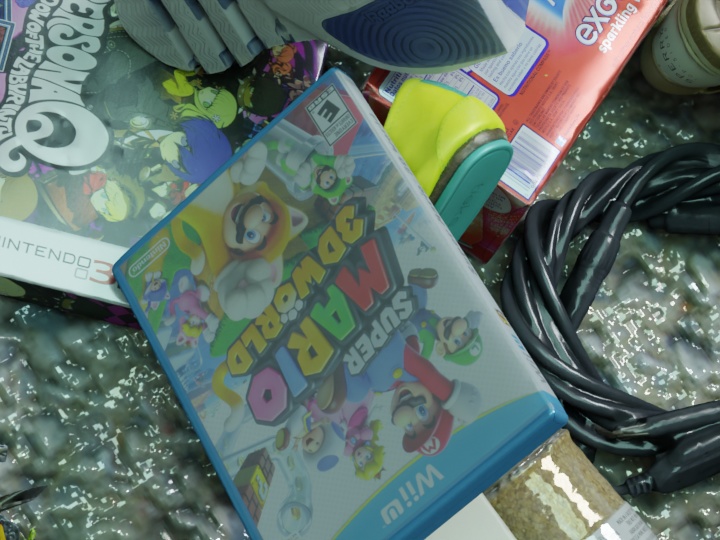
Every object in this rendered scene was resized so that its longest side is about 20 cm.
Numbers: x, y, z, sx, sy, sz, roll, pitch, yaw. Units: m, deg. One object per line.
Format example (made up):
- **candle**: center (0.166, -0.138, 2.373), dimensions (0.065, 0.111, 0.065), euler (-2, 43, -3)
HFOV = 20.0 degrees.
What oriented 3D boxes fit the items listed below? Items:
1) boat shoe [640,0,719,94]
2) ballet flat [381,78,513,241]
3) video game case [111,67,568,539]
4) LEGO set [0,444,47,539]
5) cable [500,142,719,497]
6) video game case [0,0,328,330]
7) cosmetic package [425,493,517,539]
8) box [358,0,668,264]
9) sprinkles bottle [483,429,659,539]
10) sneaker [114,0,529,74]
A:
- **boat shoe**: center (0.215, -0.145, 1.054), dimensions (0.199, 0.066, 0.074), euler (-26, 88, -39)
- **ballet flat**: center (0.000, 0.000, 0.936), dimensions (0.067, 0.201, 0.067), euler (39, 25, 23)
- **video game case**: center (-0.016, 0.029, 0.872), dimensions (0.143, 0.018, 0.201), euler (-40, 58, 14)
- **LEGO set**: center (-0.219, 0.167, 0.873), dimensions (0.198, 0.116, 0.155), euler (-14, 105, -11)
- **cable**: center (0.169, 0.016, 1.013), dimensions (0.199, 0.051, 0.164), euler (-23, 73, -14)
- **video game case**: center (-0.114, -0.075, 0.988), dimensions (0.180, 0.036, 0.202), euler (15, 70, -7)
- **cosmetic package**: center (0.053, 0.176, 0.905), dimensions (0.073, 0.104, 0.201), euler (-33, 80, -18)
- **box**: center (0.082, -0.118, 1.007), dimensions (0.099, 0.096, 0.201), euler (34, 70, 1)
- **sprinkles bottle**: center (0.115, 0.147, 0.944), dimensions (0.068, 0.068, 0.200), euler (-38, 83, -19)
- **sneaker**: center (-0.013, -0.158, 0.943), dimensions (0.198, 0.081, 0.116), euler (3, 53, 31)
